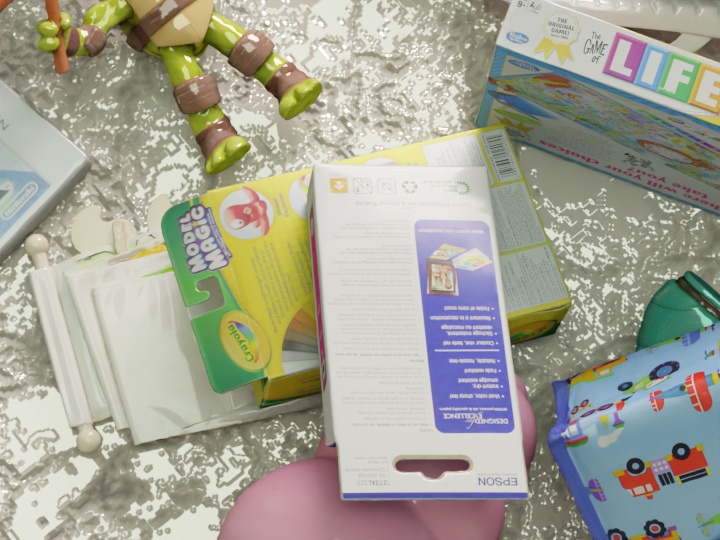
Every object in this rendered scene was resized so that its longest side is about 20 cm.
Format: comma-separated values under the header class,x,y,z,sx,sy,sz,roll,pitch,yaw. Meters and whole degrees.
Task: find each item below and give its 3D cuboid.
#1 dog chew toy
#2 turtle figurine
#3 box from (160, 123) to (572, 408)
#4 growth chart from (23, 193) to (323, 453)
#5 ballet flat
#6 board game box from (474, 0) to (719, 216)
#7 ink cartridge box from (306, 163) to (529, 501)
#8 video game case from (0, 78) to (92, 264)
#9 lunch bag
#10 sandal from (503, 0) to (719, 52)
class,x,y,z,sx,sy,sz,roll,pitch,yaw
dog chew toy,0.016,0.123,1.202,0.124,0.125,0.200,40,64,8
turtle figurine,-0.109,-0.133,1.289,0.200,0.064,0.161,-37,87,-19
box,0.000,0.000,1.246,0.200,0.048,0.118,-12,67,-16
growth chart,-0.079,0.025,1.272,0.199,0.018,0.145,-7,75,-4
ballet flat,0.231,0.084,1.254,0.200,0.067,0.070,37,101,7
board game box,0.165,-0.079,1.249,0.200,0.134,0.034,21,75,3
ink cartridge box,0.027,0.034,1.175,0.094,0.037,0.200,1,54,-9
video game case,-0.281,-0.047,1.280,0.182,0.022,0.200,40,78,8
lunch bag,0.203,0.134,1.199,0.150,0.094,0.200,-21,104,13
sandal,0.161,-0.140,1.306,0.202,0.083,0.050,8,118,-2
